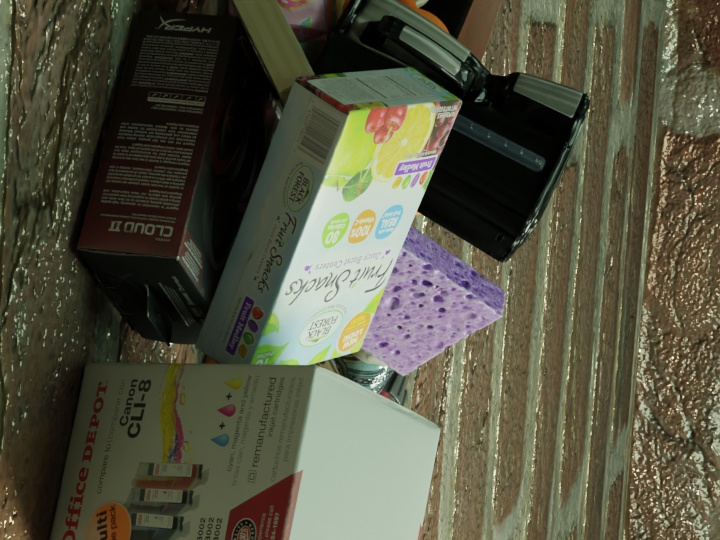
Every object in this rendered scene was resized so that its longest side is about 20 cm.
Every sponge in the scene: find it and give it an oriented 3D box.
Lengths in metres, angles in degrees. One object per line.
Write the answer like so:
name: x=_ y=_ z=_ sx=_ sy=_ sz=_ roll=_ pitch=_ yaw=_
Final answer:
sponge: x=0.000 y=0.000 z=1.666 sx=0.200 sy=0.111 sz=0.030 roll=35 pitch=44 yaw=-29

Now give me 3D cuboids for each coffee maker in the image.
coffee maker: x=0.046 y=-0.088 z=1.696 sx=0.193 sy=0.199 sz=0.135 roll=-62 pitch=179 yaw=10

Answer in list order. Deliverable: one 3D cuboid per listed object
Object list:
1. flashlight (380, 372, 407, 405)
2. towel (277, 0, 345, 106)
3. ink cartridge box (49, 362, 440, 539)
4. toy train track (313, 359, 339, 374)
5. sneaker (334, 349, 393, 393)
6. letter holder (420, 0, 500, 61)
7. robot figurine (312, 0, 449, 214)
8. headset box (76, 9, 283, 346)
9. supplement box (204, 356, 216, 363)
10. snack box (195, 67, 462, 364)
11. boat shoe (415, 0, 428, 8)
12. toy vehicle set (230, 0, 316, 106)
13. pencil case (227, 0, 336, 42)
flashlight: x=-0.017 y=0.170 z=1.996 sx=0.068 sy=0.068 sz=0.201 roll=55 pitch=44 yaw=-38
towel: x=-0.031 y=-0.220 z=1.878 sx=0.147 sy=0.022 sz=0.201 roll=22 pitch=77 yaw=-72
ink cartridge box: x=-0.078 y=0.146 z=1.473 sx=0.144 sy=0.199 sz=0.146 roll=28 pitch=67 yaw=-48
toy train track: x=-0.063 y=0.028 z=1.696 sx=0.115 sy=0.032 sz=0.201 roll=-26 pitch=87 yaw=-51
sneaker: x=-0.018 y=0.045 z=1.872 sx=0.200 sy=0.077 sz=0.087 roll=-115 pitch=-137 yaw=-66
letter holder: x=0.058 y=-0.194 z=2.054 sx=0.201 sy=0.100 sz=0.143 roll=-67 pitch=159 yaw=-45
robot figurine: x=0.030 y=-0.129 z=1.827 sx=0.143 sy=0.116 sz=0.201 roll=21 pitch=43 yaw=-45
headset box: x=-0.118 y=-0.051 z=1.535 sx=0.149 sy=0.074 sz=0.201 roll=64 pitch=35 yaw=-62
supplement box: x=-0.061 y=0.023 z=1.777 sx=0.069 sy=0.066 sz=0.201 roll=74 pitch=26 yaw=-46
snack box: x=-0.020 y=-0.033 z=1.518 sx=0.142 sy=0.053 sz=0.201 roll=-10 pitch=128 yaw=-55
boat shoe: x=0.030 y=-0.292 z=1.995 sx=0.201 sy=0.074 sz=0.074 roll=-77 pitch=148 yaw=-50
toy vehicle set: x=-0.067 y=-0.171 z=1.557 sx=0.201 sy=0.026 sz=0.124 roll=63 pitch=-1 yaw=28
pencil case: x=-0.050 y=-0.270 z=1.691 sx=0.087 sy=0.087 sz=0.202 roll=11 pitch=85 yaw=-74
